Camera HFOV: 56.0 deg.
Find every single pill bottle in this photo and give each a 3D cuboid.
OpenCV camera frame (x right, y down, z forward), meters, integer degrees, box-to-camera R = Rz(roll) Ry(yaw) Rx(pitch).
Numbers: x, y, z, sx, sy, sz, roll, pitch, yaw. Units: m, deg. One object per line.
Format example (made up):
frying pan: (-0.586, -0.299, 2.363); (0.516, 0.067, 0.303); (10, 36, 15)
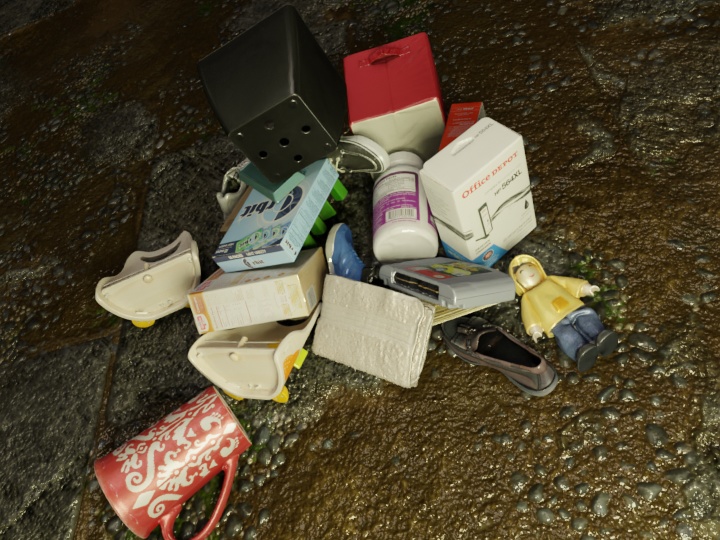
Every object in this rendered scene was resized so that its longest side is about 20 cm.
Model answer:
pill bottle: (0.076, -0.108, 1.176); (0.110, 0.113, 0.202); (-11, 50, 15)

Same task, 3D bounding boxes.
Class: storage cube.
storage cube: (0.073, -0.302, 1.280); (0.168, 0.201, 0.182); (-13, 55, 11)

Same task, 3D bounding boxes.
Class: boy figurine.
boy figurine: (0.289, 0.049, 0.992); (0.123, 0.065, 0.201); (-32, 51, -1)

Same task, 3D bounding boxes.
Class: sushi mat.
sushi mat: (0.137, 0.052, 1.064); (0.197, 0.012, 0.096); (-20, 22, 7)

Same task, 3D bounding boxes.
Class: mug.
mug: (-0.261, 0.294, 1.012); (0.199, 0.179, 0.133); (-36, 12, -14)

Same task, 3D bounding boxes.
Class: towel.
towel: (0.015, 0.090, 1.034); (0.197, 0.034, 0.135); (14, 93, 31)

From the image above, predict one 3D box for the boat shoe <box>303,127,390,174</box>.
boat shoe: (-0.040, -0.198, 1.196); (0.198, 0.071, 0.064); (17, 58, 32)

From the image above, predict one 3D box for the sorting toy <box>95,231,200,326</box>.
sorting toy: (-0.385, -0.004, 1.298); (0.197, 0.108, 0.181); (-22, 38, 2)

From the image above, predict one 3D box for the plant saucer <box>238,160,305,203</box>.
plant saucer: (-0.165, -0.172, 1.214); (0.070, 0.019, 0.200); (-43, 33, -8)

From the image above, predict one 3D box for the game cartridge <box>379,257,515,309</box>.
game cartridge: (0.133, 0.015, 1.027); (0.131, 0.042, 0.199); (-3, 12, -31)

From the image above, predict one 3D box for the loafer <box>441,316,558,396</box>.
loafer: (0.195, 0.108, 0.981); (0.199, 0.063, 0.072); (28, 70, 40)

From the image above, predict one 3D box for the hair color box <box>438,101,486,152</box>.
hair color box: (0.181, -0.187, 1.195); (0.063, 0.112, 0.202); (0, 53, 24)

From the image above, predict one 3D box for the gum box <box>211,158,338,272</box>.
gum box: (-0.144, -0.094, 1.158); (0.168, 0.045, 0.202); (-8, 44, 38)

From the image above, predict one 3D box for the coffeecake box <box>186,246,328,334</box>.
coffeecake box: (-0.167, 0.032, 1.146); (0.196, 0.074, 0.154); (-10, 16, 15)

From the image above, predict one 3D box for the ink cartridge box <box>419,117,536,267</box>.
ink cartridge box: (0.191, -0.113, 1.070); (0.145, 0.201, 0.084); (-39, 48, -11)

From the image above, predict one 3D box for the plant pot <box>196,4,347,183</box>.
plant pot: (-0.136, -0.271, 1.131); (0.197, 0.200, 0.180); (-25, 51, 16)

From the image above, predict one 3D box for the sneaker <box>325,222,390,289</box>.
sneaker: (0.001, 0.001, 1.140); (0.109, 0.077, 0.203); (-13, 53, 22)

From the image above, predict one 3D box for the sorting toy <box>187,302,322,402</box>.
sorting toy: (-0.145, 0.114, 1.108); (0.197, 0.108, 0.181); (-4, 37, 36)

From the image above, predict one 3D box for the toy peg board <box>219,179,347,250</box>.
toy peg board: (-0.135, -0.122, 1.306); (0.197, 0.098, 0.202); (-1, 49, 42)

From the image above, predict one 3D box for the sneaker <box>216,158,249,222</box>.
sneaker: (-0.237, -0.191, 1.398); (0.074, 0.082, 0.202); (0, 52, 25)
